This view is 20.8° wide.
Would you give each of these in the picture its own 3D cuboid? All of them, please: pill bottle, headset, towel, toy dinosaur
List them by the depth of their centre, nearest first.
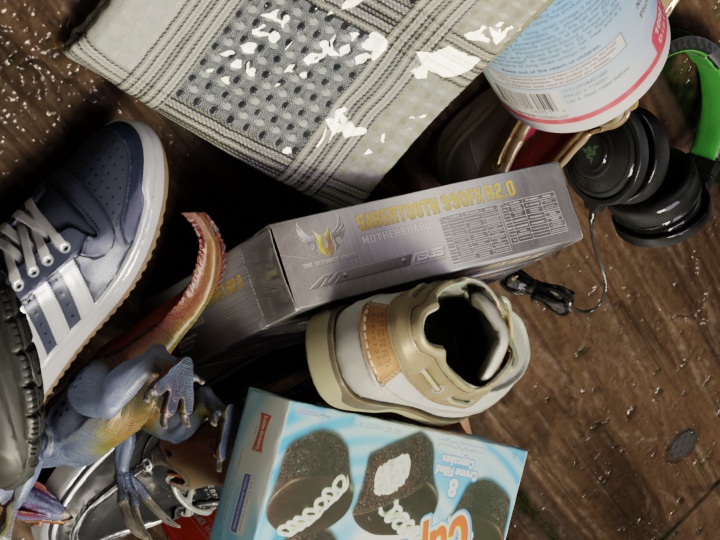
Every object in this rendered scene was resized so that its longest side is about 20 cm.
[{"bbox_3d":[-0.016,-0.131,0.976,0.192,0.035,0.200,30,118,-28],"label":"towel"},{"bbox_3d":[0.091,-0.172,1.062,0.109,0.109,0.200,-43,141,-4],"label":"pill bottle"},{"bbox_3d":[-0.137,0.083,1.065,0.105,0.181,0.202,28,68,-42],"label":"toy dinosaur"},{"bbox_3d":[-0.008,0.084,1.120,0.200,0.086,0.136,-43,126,-25],"label":"toy dinosaur"},{"bbox_3d":[0.166,-0.063,1.266,0.123,0.094,0.201,37,79,-46],"label":"headset"}]

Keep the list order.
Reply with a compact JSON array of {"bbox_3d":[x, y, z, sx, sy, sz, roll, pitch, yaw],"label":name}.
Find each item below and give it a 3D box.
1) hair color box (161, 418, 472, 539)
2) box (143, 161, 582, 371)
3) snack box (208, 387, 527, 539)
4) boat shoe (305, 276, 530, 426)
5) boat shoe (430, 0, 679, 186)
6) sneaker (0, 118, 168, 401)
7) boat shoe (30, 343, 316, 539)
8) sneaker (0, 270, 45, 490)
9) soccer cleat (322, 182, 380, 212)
[{"bbox_3d":[-0.021,0.147,1.260,0.199,0.064,0.111,-35,138,-16],"label":"hair color box"},{"bbox_3d":[0.000,0.000,1.099,0.199,0.049,0.158,-14,171,-33],"label":"box"},{"bbox_3d":[0.005,0.137,1.062,0.199,0.037,0.117,16,89,-46],"label":"snack box"},{"bbox_3d":[0.051,0.043,1.053,0.068,0.075,0.200,-16,174,29],"label":"boat shoe"},{"bbox_3d":[0.133,-0.110,1.181,0.200,0.069,0.074,-47,140,1],"label":"boat shoe"},{"bbox_3d":[-0.183,0.002,0.992,0.108,0.070,0.201,17,113,-49],"label":"sneaker"},{"bbox_3d":[-0.099,0.112,1.157,0.199,0.068,0.072,-33,138,-17],"label":"boat shoe"},{"bbox_3d":[-0.208,0.013,0.922,0.090,0.201,0.076,-22,176,-6],"label":"sneaker"},{"bbox_3d":[0.002,-0.102,1.062,0.080,0.068,0.201,-7,133,2],"label":"soccer cleat"}]
